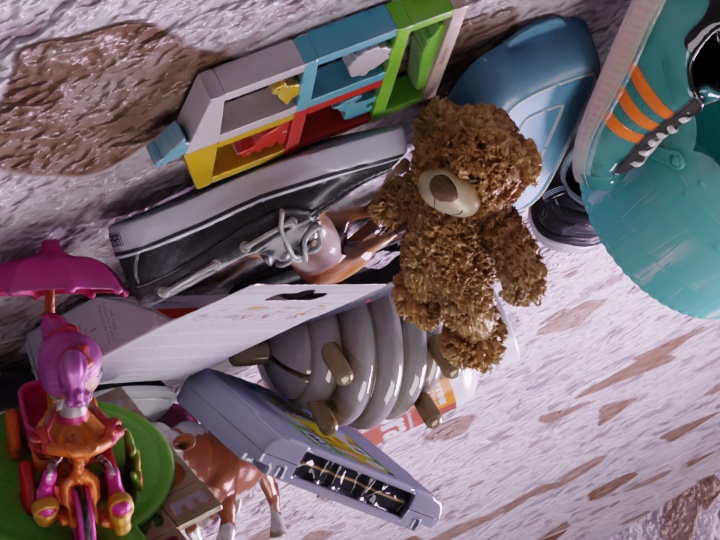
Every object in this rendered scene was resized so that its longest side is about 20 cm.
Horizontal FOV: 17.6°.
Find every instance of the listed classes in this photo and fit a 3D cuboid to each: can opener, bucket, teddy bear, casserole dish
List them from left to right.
[{"bbox_3d":[0.000,0.000,1.715,0.200,0.064,0.079,-25,164,-5],"label":"can opener"},{"bbox_3d":[0.060,-0.017,1.516,0.067,0.145,0.200,-21,158,-27],"label":"teddy bear"},{"bbox_3d":[0.100,-0.089,1.569,0.121,0.039,0.200,-23,154,-31],"label":"casserole dish"},{"bbox_3d":[0.264,-0.073,1.664,0.207,0.208,0.135,-10,159,-43],"label":"bucket"}]

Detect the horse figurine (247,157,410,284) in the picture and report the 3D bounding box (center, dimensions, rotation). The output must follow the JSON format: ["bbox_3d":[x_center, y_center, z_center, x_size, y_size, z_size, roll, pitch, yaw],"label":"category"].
[{"bbox_3d":[-0.022,-0.034,1.603,0.132,0.050,0.200,-38,159,13],"label":"horse figurine"}]

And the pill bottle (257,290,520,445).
[{"bbox_3d":[0.024,0.077,1.903,0.200,0.112,0.112,-25,164,-5],"label":"pill bottle"}]

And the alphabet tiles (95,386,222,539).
[{"bbox_3d":[-0.193,0.159,1.539,0.167,0.200,0.008,-25,126,-19],"label":"alphabet tiles"}]

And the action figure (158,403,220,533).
[{"bbox_3d":[-0.181,0.143,1.881,0.134,0.149,0.200,-2,-167,21],"label":"action figure"}]

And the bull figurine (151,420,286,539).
[{"bbox_3d":[-0.113,0.163,1.781,0.065,0.122,0.200,-7,-175,22],"label":"bull figurine"}]

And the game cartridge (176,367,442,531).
[{"bbox_3d":[-0.040,0.133,1.759,0.200,0.133,0.041,26,93,-44],"label":"game cartridge"}]

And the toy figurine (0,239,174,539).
[{"bbox_3d":[-0.191,0.079,1.467,0.150,0.200,0.185,-8,128,-12],"label":"toy figurine"}]

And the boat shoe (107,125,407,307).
[{"bbox_3d":[-0.058,-0.033,1.478,0.199,0.068,0.074,-23,-172,-10],"label":"boat shoe"}]

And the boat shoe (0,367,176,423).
[{"bbox_3d":[-0.222,0.094,1.672,0.200,0.060,0.076,-5,141,-47],"label":"boat shoe"}]

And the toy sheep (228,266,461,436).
[{"bbox_3d":[-0.005,0.061,1.778,0.199,0.138,0.138,2,152,-28],"label":"toy sheep"}]

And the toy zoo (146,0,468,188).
[{"bbox_3d":[-0.037,-0.106,1.405,0.199,0.021,0.131,-22,163,-15],"label":"toy zoo"}]

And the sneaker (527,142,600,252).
[{"bbox_3d":[0.226,-0.078,1.794,0.199,0.076,0.114,-23,166,-3],"label":"sneaker"}]

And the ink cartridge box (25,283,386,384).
[{"bbox_3d":[-0.108,0.027,1.615,0.200,0.057,0.162,-30,164,31],"label":"ink cartridge box"}]

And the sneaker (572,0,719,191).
[{"bbox_3d":[0.198,-0.116,1.528,0.071,0.080,0.200,-55,168,-41],"label":"sneaker"}]
